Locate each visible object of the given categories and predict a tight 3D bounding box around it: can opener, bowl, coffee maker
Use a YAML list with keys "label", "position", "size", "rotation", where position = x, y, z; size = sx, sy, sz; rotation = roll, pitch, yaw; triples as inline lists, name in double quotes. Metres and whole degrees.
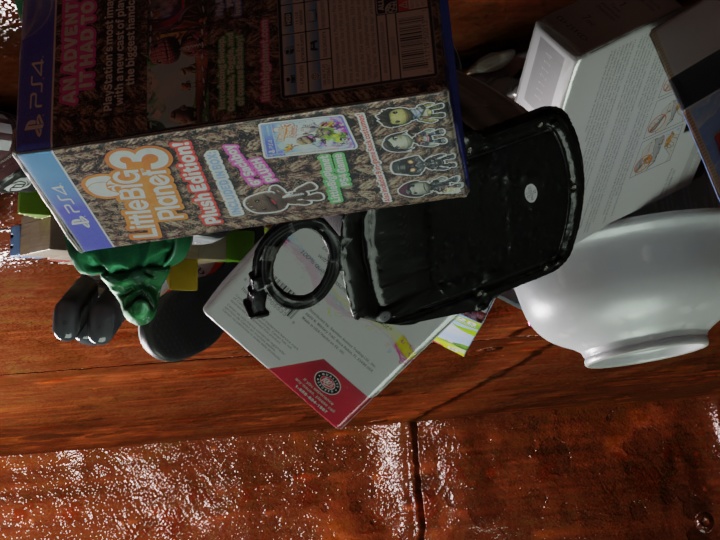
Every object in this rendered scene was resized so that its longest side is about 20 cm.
- label: "can opener"
  position: [-0.212, 0.041, 1.267]
  size: [0.053, 0.068, 0.200]
  rotation: [6, -171, -3]
- label: "bowl"
  position: [0.210, 0.021, 1.193]
  size: [0.199, 0.091, 0.201]
  rotation: [-10, 170, -2]
- label: "coffee maker"
  position: [-0.001, -0.073, 0.877]
  size: [0.190, 0.136, 0.200]
  rotation: [2, -151, -29]

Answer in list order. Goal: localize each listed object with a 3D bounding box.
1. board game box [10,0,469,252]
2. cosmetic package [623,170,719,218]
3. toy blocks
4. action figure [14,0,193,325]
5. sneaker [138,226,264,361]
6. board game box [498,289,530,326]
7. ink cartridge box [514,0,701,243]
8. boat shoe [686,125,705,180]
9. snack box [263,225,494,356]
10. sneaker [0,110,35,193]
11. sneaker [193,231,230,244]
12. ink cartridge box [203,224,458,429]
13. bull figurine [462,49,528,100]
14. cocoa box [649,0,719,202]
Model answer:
- label: "board game box"
  position: [-0.056, -0.112, 0.757]
  size: [0.198, 0.161, 0.097]
  rotation: [-7, 152, 7]
- label: "cosmetic package"
  position: [0.218, -0.061, 1.307]
  size: [0.198, 0.108, 0.090]
  rotation: [-11, 168, 28]
- label: "toy blocks"
  position: [-0.206, -0.033, 1.287]
  size: [0.198, 0.101, 0.136]
  rotation: [4, 175, -31]
- label: "action figure"
  position: [-0.130, -0.069, 0.862]
  size: [0.117, 0.202, 0.055]
  rotation: [-4, 168, -4]
- label: "sneaker"
  position: [-0.168, 0.023, 1.405]
  size: [0.107, 0.068, 0.202]
  rotation: [-8, -154, 32]
- label: "board game box"
  position: [0.207, -0.007, 1.429]
  size: [0.198, 0.026, 0.200]
  rotation: [-21, -164, -13]
- label: "ink cartridge box"
  position: [0.171, -0.105, 1.026]
  size: [0.175, 0.045, 0.201]
  rotation: [-27, 148, -29]
- label: "boat shoe"
  position: [0.176, -0.083, 1.238]
  size: [0.198, 0.068, 0.072]
  rotation: [-11, 143, 24]
- label: "snack box"
  position: [0.019, -0.010, 1.324]
  size: [0.198, 0.068, 0.169]
  rotation: [25, 168, 3]
- label: "sneaker"
  position: [-0.293, -0.063, 1.119]
  size: [0.115, 0.077, 0.199]
  rotation: [2, 165, -45]
- label: "sneaker"
  position: [-0.107, -0.067, 0.994]
  size: [0.113, 0.076, 0.200]
  rotation: [-17, 168, 24]
- label: "ink cartridge box"
  position: [0.000, 0.000, 1.192]
  size: [0.200, 0.146, 0.083]
  rotation: [-45, -174, 31]
- label: "bull figurine"
  position: [0.142, -0.115, 1.118]
  size: [0.198, 0.066, 0.121]
  rotation: [0, 163, -35]
- label: "cocoa box"
  position: [0.298, -0.118, 0.915]
  size: [0.199, 0.132, 0.133]
  rotation: [-29, 159, 27]
